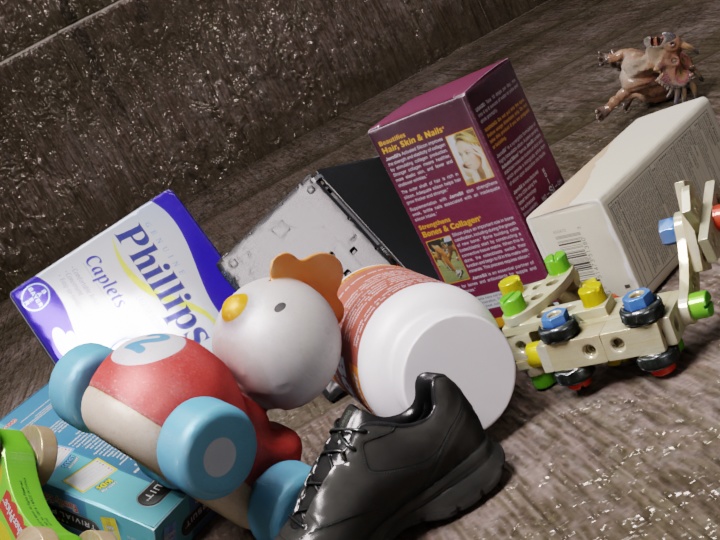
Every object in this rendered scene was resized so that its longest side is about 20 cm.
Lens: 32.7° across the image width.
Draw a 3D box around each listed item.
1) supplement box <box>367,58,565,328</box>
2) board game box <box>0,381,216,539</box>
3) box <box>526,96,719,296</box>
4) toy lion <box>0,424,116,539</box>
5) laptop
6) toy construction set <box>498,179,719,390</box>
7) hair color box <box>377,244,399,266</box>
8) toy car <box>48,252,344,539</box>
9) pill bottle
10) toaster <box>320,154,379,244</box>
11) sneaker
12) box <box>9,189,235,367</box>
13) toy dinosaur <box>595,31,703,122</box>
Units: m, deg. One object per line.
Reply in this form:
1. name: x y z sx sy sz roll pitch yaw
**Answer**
1. supplement box: 0.108 -0.059 1.038 0.109 0.202 0.085 -15 16 43
2. board game box: -0.201 0.154 1.008 0.197 0.048 0.151 15 34 26
3. box: 0.232 -0.056 1.017 0.077 0.096 0.199 -14 18 47
4. toy lion: -0.272 0.223 0.899 0.200 0.068 0.194 42 110 44
5. laptop: 0.000 0.000 1.159 0.200 0.177 0.103 -43 -21 -1
6. toy construction set: 0.179 0.020 0.863 0.199 0.093 0.131 -32 8 36
7. hair color box: 0.012 0.027 1.217 0.199 0.062 0.101 -36 16 -27
8. toy car: -0.084 0.063 0.865 0.183 0.177 0.202 14 68 48
9. pill bottle: 0.040 0.061 0.918 0.111 0.113 0.200 -30 13 -10
10. toaster: 0.032 -0.062 1.391 0.179 0.120 0.200 -21 15 29
11. sneaker: -0.006 0.138 0.771 0.199 0.092 0.076 -34 16 -20
12. box: -0.221 0.053 1.255 0.199 0.185 0.105 -35 -18 -14
13. toy dinosaur: 0.362 -0.236 1.479 0.134 0.087 0.199 -7 6 31
